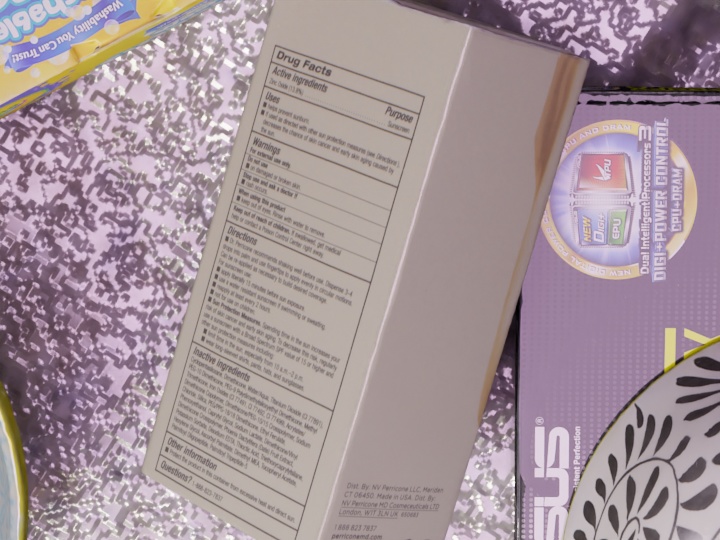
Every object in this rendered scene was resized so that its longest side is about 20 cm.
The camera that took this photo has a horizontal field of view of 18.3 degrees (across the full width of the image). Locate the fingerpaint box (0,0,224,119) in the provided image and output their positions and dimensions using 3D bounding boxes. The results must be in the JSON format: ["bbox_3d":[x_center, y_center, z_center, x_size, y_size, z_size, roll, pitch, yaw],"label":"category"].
[{"bbox_3d":[-0.118,-0.159,0.825,0.200,0.073,0.167,-28,95,7],"label":"fingerpaint box"}]

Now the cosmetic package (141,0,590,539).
[{"bbox_3d":[0.000,0.000,0.820,0.105,0.071,0.200,25,101,42],"label":"cosmetic package"}]

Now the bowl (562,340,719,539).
[{"bbox_3d":[0.173,0.122,0.797,0.200,0.094,0.201,0,99,3],"label":"bowl"}]

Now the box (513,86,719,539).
[{"bbox_3d":[0.138,0.030,0.854,0.160,0.044,0.200,1,98,1],"label":"box"}]

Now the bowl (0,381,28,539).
[{"bbox_3d":[-0.215,0.078,0.841,0.200,0.108,0.201,0,97,2],"label":"bowl"}]
